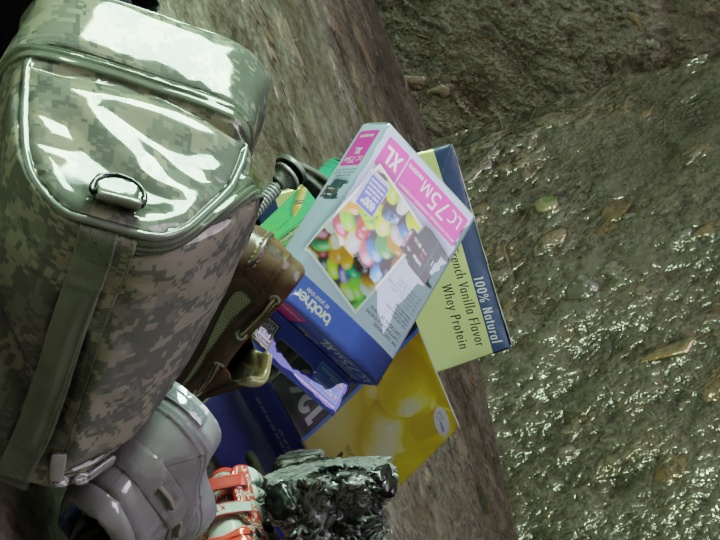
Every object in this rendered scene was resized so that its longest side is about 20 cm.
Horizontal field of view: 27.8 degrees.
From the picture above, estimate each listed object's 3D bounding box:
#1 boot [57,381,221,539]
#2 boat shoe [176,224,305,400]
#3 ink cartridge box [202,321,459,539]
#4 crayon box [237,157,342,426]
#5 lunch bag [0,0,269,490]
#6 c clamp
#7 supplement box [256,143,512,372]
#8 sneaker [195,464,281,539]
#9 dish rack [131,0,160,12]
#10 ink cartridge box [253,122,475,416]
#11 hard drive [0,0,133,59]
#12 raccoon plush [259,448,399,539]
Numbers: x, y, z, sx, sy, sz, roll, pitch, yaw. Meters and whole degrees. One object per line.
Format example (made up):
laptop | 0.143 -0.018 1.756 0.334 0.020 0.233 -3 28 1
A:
boot | -0.137 0.139 0.848 0.073 0.096 0.200 36 -28 12
boat shoe | -0.093 0.055 0.895 0.202 0.075 0.075 -59 -178 42
ink cartridge box | -0.021 0.122 1.192 0.047 0.200 0.198 22 -33 42
crayon box | -0.051 0.018 1.191 0.058 0.200 0.119 25 -29 41
lunch bag | -0.134 -0.009 0.718 0.168 0.139 0.200 -83 -164 -49
c clamp | -0.079 -0.013 1.090 0.200 0.027 0.171 -44 114 -31
supplement box | 0.001 0.009 1.348 0.134 0.199 0.201 -11 -83 69
sneaker | -0.093 0.197 0.987 0.201 0.067 0.108 -46 118 -84
dish rack | -0.166 -0.117 1.147 0.153 0.054 0.200 -84 156 -65
ink cartridge box | 0.000 0.000 1.118 0.119 0.042 0.200 45 67 -30
hard drive | -0.192 -0.132 0.791 0.200 0.134 0.042 58 35 -65
raccoon plush | -0.012 0.203 1.043 0.200 0.096 0.134 -23 105 -87
